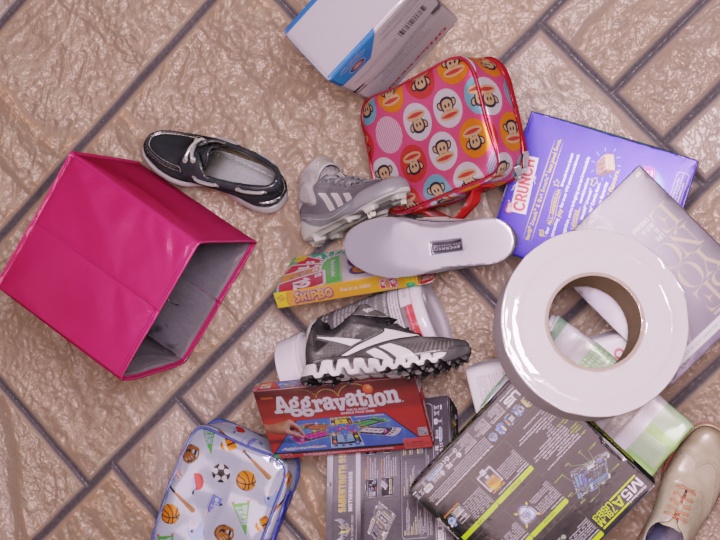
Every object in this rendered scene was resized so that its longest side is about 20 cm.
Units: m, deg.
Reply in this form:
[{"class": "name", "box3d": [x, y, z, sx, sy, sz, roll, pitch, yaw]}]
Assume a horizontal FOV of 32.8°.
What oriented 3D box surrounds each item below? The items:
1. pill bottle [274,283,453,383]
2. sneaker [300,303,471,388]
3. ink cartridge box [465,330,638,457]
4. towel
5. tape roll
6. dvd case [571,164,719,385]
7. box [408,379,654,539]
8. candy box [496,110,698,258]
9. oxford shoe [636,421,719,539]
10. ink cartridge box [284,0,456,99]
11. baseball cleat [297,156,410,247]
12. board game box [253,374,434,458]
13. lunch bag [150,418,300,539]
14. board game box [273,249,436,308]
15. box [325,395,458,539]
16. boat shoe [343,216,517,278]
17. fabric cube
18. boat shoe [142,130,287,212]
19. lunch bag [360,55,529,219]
[{"class": "pill bottle", "box3d": [0.004, 0.095, 1.485, 0.200, 0.114, 0.114, -22, 86, 14]}, {"class": "sneaker", "box3d": [0.025, 0.079, 1.383, 0.200, 0.066, 0.091, -7, 74, 17]}, {"class": "ink cartridge box", "box3d": [0.240, 0.160, 1.439, 0.200, 0.086, 0.147, -14, 88, 13]}, {"class": "towel", "box3d": [0.251, 0.165, 1.378, 0.200, 0.031, 0.149, 39, 102, 10]}, {"class": "tape roll", "box3d": [0.245, 0.059, 1.312, 0.202, 0.071, 0.203, 0, 79, -1]}, {"class": "dvd case", "box3d": [0.328, 0.005, 1.365, 0.149, 0.016, 0.200, -45, 84, 6]}, {"class": "box", "box3d": [0.188, 0.238, 1.362, 0.193, 0.048, 0.200, 42, 99, 4]}, {"class": "candy box", "box3d": [0.271, -0.078, 1.428, 0.200, 0.077, 0.170, 19, 97, 12]}, {"class": "oxford shoe", "box3d": [0.373, 0.272, 1.413, 0.071, 0.074, 0.200, 20, 97, 13]}, {"class": "ink cartridge box", "box3d": [0.017, -0.284, 1.426, 0.146, 0.200, 0.084, -46, 78, 11]}, {"class": "baseball cleat", "box3d": [-0.021, -0.096, 1.470, 0.200, 0.070, 0.107, -25, 78, 48]}, {"class": "board game box", "box3d": [-0.020, 0.171, 1.451, 0.199, 0.019, 0.103, -7, 117, 16]}, {"class": "lunch bag", "box3d": [-0.168, 0.302, 1.559, 0.160, 0.076, 0.200, 21, 96, 11]}, {"class": "board game box", "box3d": [0.000, 0.000, 1.487, 0.199, 0.096, 0.030, -7, 116, 17]}, {"class": "box", "box3d": [0.039, 0.257, 1.468, 0.158, 0.048, 0.200, -9, 59, 15]}, {"class": "boat shoe", "box3d": [0.083, -0.031, 1.409, 0.199, 0.070, 0.071, -5, 89, 15]}, {"class": "fabric cube", "box3d": [-0.285, -0.007, 1.516, 0.199, 0.196, 0.200, 33, 100, 11]}, {"class": "boat shoe", "box3d": [-0.184, -0.137, 1.538, 0.200, 0.060, 0.076, 18, 68, 8]}, {"class": "lunch bag", "box3d": [0.097, -0.145, 1.434, 0.200, 0.082, 0.177, -17, 86, 44]}]
